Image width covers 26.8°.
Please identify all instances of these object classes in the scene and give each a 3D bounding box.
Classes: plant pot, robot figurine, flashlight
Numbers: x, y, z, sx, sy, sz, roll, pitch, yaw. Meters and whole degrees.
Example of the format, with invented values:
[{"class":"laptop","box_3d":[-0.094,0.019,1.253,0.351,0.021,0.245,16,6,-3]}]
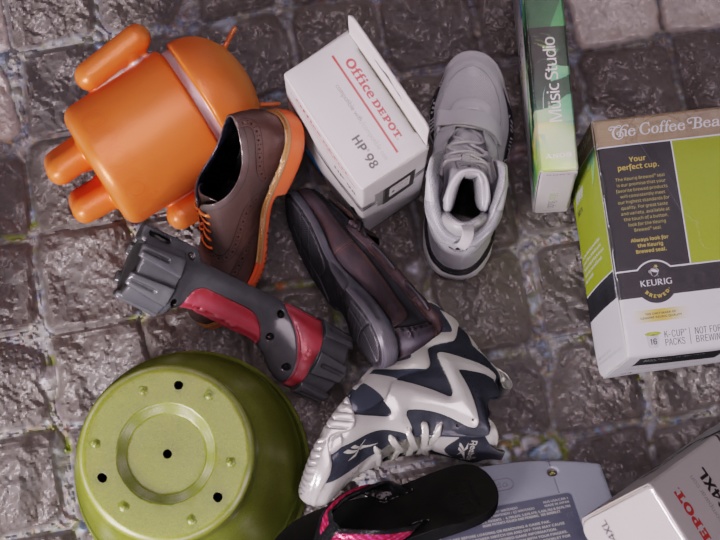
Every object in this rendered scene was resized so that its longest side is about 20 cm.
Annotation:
[{"class":"plant pot","box_3d":[-0.141,0.149,1.177,0.199,0.193,0.202,0,79,0]},{"class":"robot figurine","box_3d":[-0.168,-0.118,1.270,0.199,0.117,0.144,-34,69,-5]},{"class":"flashlight","box_3d":[-0.104,0.040,1.222,0.199,0.068,0.068,25,35,-24]}]

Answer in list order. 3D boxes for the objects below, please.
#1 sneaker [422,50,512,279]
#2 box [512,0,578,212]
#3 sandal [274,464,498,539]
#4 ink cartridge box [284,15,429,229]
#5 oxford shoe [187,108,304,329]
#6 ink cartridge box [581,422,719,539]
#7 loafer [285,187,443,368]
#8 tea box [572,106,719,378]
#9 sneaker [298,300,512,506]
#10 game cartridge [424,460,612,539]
[{"class":"sneaker","box_3d":[0.093,-0.099,1.266,0.074,0.115,0.202,6,79,0]},{"class":"box","box_3d":[0.153,-0.161,1.263,0.036,0.144,0.202,-6,79,3]},{"class":"sandal","box_3d":[0.014,0.193,1.175,0.199,0.045,0.075,-21,49,-14]},{"class":"ink cartridge box","box_3d":[-0.004,-0.114,1.225,0.066,0.200,0.116,-33,80,-6]},{"class":"oxford shoe","box_3d":[-0.115,-0.043,1.242,0.071,0.072,0.201,37,115,40]},{"class":"ink cartridge box","box_3d":[0.286,0.205,1.172,0.199,0.084,0.147,-23,79,-45]},{"class":"loafer","box_3d":[0.000,0.000,1.249,0.063,0.072,0.200,-19,48,-17]},{"class":"tea box","box_3d":[0.289,-0.025,1.243,0.198,0.134,0.198,-6,80,-2]},{"class":"sneaker","box_3d":[0.049,0.135,1.230,0.129,0.080,0.199,35,61,9]},{"class":"game cartridge","box_3d":[0.109,0.217,1.197,0.198,0.042,0.134,-10,42,-4]}]
